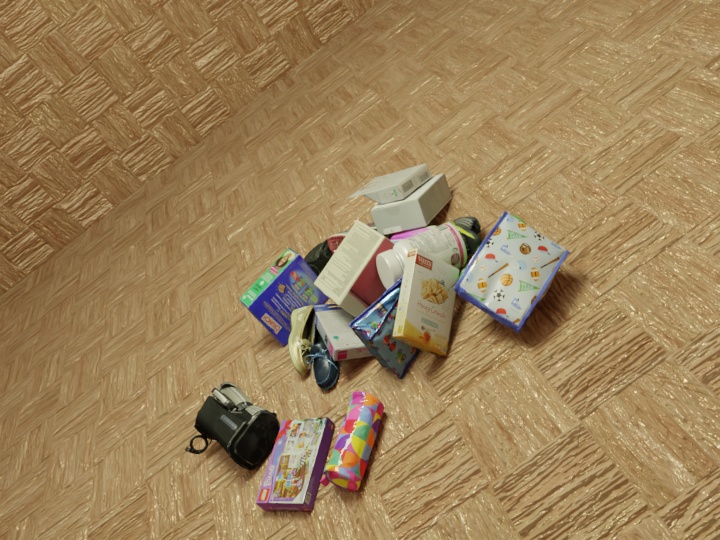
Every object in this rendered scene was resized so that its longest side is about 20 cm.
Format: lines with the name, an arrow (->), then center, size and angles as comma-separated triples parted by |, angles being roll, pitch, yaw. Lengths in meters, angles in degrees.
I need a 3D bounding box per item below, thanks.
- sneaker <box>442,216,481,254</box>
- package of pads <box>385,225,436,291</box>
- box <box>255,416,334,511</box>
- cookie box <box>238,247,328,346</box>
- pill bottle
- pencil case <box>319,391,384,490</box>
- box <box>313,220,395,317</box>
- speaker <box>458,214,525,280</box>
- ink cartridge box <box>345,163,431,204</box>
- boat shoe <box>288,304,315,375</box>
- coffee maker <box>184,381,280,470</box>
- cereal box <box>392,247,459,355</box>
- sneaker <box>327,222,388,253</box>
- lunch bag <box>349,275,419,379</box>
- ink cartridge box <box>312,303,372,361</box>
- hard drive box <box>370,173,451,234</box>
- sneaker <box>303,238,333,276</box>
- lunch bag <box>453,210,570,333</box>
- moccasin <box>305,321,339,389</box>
sneaker -> 0.264, -0.099, 1.549 | 0.080, 0.075, 0.200 | -29, 19, 0
package of pads -> 0.124, -0.023, 1.623 | 0.152, 0.068, 0.202 | 0, 51, 43
box -> -0.142, 0.427, 1.387 | 0.134, 0.039, 0.203 | -12, 43, 32
cookie box -> -0.206, 0.073, 1.724 | 0.200, 0.172, 0.075 | -46, 33, -13
pill bottle -> 0.144, -0.027, 1.483 | 0.196, 0.116, 0.113 | -21, 32, -16
pencil case -> -0.015, 0.357, 1.314 | 0.087, 0.089, 0.202 | -6, 45, 37
box -> 0.000, 0.000, 1.562 | 0.202, 0.108, 0.127 | -55, 42, 0
speaker -> 0.311, -0.031, 1.448 | 0.201, 0.089, 0.088 | -51, 37, -16
ink cartridge box -> 0.078, -0.229, 1.735 | 0.197, 0.051, 0.161 | -12, 20, 44
boat shoe -> -0.144, 0.177, 1.634 | 0.062, 0.074, 0.203 | -21, 41, 17
coffee maker -> -0.307, 0.397, 1.516 | 0.198, 0.133, 0.196 | 19, 86, 52
cereal box -> 0.147, 0.070, 1.380 | 0.039, 0.142, 0.205 | -10, 63, 51
sneaker -> -0.005, -0.089, 1.813 | 0.196, 0.082, 0.075 | -8, 29, 25
lunch bag -> 0.097, 0.113, 1.422 | 0.200, 0.151, 0.094 | -47, 36, -12
ink cartridge box -> -0.041, 0.147, 1.555 | 0.117, 0.043, 0.201 | -4, 31, -21
hard drive box -> 0.141, -0.183, 1.717 | 0.153, 0.078, 0.200 | -9, 22, 35
sneaker -> -0.146, -0.010, 1.856 | 0.090, 0.077, 0.200 | -13, 28, 50
lunch bag -> 0.312, 0.012, 1.319 | 0.168, 0.125, 0.201 | 32, 66, 16
moccasin -> -0.103, 0.209, 1.568 | 0.079, 0.069, 0.202 | -29, 36, 12
